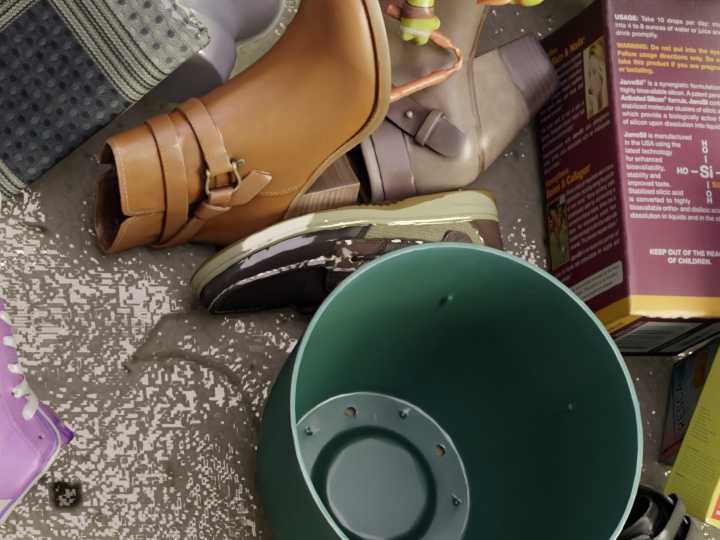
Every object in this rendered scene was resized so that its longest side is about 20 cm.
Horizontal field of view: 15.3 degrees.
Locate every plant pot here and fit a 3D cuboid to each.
[{"bbox_3d":[0.032,0.103,1.487,0.200,0.161,0.201,6,71,-18],"label":"plant pot"}]

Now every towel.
[{"bbox_3d":[-0.211,-0.153,1.511,0.193,0.035,0.200,-37,86,14],"label":"towel"}]

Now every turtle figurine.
[{"bbox_3d":[0.058,-0.204,1.574,0.200,0.064,0.161,-38,73,0],"label":"turtle figurine"}]

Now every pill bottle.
[{"bbox_3d":[-0.087,-0.203,1.578,0.112,0.112,0.200,23,65,-11],"label":"pill bottle"}]

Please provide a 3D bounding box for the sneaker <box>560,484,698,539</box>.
[{"bbox_3d":[0.193,0.180,1.499,0.200,0.099,0.071,13,48,26],"label":"sneaker"}]

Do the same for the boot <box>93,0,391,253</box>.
[{"bbox_3d":[-0.069,-0.086,1.502,0.155,0.200,0.074,-10,43,-22],"label":"boot"}]

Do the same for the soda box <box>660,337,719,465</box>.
[{"bbox_3d":[0.286,0.105,1.634,0.200,0.064,0.068,18,67,-14],"label":"soda box"}]

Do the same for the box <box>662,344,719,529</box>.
[{"bbox_3d":[0.247,0.055,1.542,0.075,0.050,0.200,20,94,-28],"label":"box"}]

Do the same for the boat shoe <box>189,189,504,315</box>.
[{"bbox_3d":[0.000,0.000,1.561,0.200,0.073,0.065,-14,72,-24],"label":"boat shoe"}]

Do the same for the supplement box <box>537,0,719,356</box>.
[{"bbox_3d":[0.169,-0.057,1.614,0.086,0.110,0.200,2,76,-20],"label":"supplement box"}]

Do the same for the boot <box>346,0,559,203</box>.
[{"bbox_3d":[0.020,-0.138,1.624,0.146,0.070,0.200,-29,70,-14],"label":"boot"}]

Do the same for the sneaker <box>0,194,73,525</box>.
[{"bbox_3d":[-0.207,0.049,1.476,0.114,0.073,0.201,18,77,-17],"label":"sneaker"}]
